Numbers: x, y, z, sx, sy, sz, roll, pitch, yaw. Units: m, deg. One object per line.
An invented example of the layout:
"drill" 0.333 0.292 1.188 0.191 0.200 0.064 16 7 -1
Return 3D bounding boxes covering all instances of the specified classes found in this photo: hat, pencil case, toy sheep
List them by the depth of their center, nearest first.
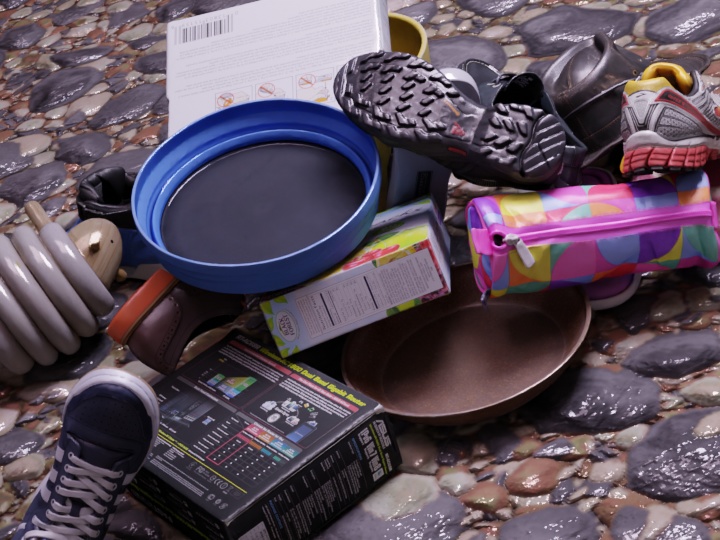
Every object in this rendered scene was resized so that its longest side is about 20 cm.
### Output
"pencil case" 0.177 -0.028 1.313 0.199 0.089 0.088 -9 30 -7
"hat" 0.208 -0.160 1.506 0.200 0.081 0.201 -36 10 8
"toy sheep" -0.295 0.023 1.509 0.200 0.138 0.138 -39 33 -4

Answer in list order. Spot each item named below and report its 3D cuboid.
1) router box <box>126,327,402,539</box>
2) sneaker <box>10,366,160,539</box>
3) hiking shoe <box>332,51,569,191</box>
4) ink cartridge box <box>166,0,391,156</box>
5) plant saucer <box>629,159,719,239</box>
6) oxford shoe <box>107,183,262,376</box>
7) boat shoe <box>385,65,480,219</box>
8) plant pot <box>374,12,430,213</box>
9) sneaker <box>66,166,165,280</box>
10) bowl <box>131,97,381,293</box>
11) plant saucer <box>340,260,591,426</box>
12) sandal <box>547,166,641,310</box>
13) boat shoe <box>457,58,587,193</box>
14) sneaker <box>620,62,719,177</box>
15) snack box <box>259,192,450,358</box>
"router box" -0.088 0.132 1.285 0.150 0.062 0.200 -35 35 -24
"sneaker" -0.202 0.164 1.207 0.070 0.200 0.109 24 40 -7
"hiking shoe" 0.069 -0.105 1.349 0.200 0.101 0.076 25 74 20
"ink cartridge box" -0.071 -0.162 1.486 0.199 0.044 0.174 -11 57 12
"plant saucer" 0.317 -0.084 1.418 0.200 0.051 0.201 -14 32 9
"oxford shoe" -0.114 0.004 1.396 0.200 0.073 0.071 -46 -5 -17
"boat shoe" 0.058 -0.112 1.464 0.070 0.200 0.066 -2 52 -8
"plant pot" -0.016 -0.128 1.577 0.200 0.142 0.200 -14 31 9
"sneaker" -0.251 -0.045 1.604 0.199 0.111 0.077 0 34 28
"bowl" -0.080 -0.059 1.348 0.200 0.039 0.201 -7 43 6
"plant saucer" 0.085 0.061 1.328 0.200 0.037 0.201 -14 31 8
"sandal" 0.182 -0.036 1.414 0.082 0.050 0.203 -14 32 9
"boat shoe" 0.135 -0.133 1.435 0.074 0.066 0.200 4 37 -23
"sneaker" 0.259 -0.126 1.349 0.078 0.082 0.200 -4 8 25
"snack box" 0.000 0.000 1.383 0.142 0.053 0.200 -20 10 8
